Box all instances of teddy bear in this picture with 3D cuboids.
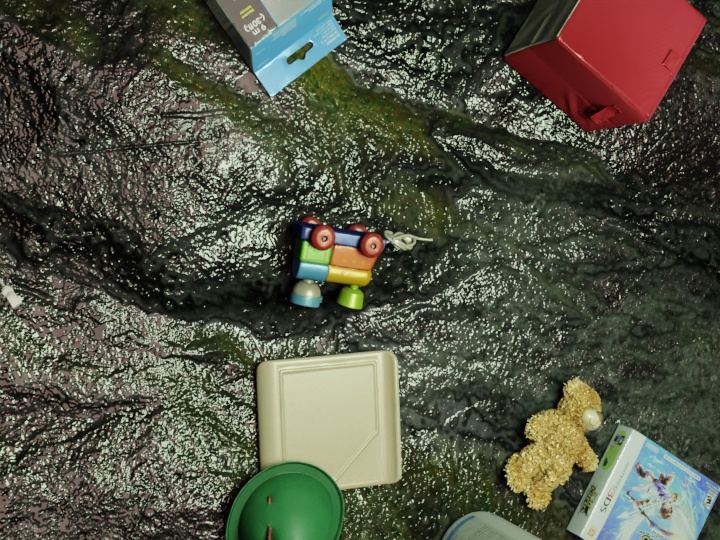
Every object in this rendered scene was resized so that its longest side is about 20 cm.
[{"bbox_3d":[0.294,0.259,1.570,0.199,0.067,0.146,-35,105,-14],"label":"teddy bear"}]

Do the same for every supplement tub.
[{"bbox_3d":[0.200,0.419,1.472,0.130,0.200,0.135,-1,93,-19],"label":"supplement tub"}]

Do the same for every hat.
[{"bbox_3d":[-0.083,0.373,1.366,0.163,0.176,0.203,17,99,-20],"label":"hat"}]

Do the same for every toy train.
[{"bbox_3d":[0.000,0.000,1.452,0.197,0.085,0.118,8,100,-20],"label":"toy train"}]

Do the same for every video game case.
[{"bbox_3d":[0.438,0.366,1.638,0.199,0.045,0.183,32,82,-18],"label":"video game case"}]

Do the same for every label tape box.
[{"bbox_3d":[-0.115,-0.356,1.402,0.144,0.063,0.201,-39,103,-14],"label":"label tape box"}]

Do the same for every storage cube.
[{"bbox_3d":[0.341,-0.326,1.510,0.179,0.171,0.201,36,81,-17],"label":"storage cube"}]

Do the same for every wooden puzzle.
[{"bbox_3d":[-0.044,0.209,1.468,0.196,0.037,0.189,-3,94,-15],"label":"wooden puzzle"}]

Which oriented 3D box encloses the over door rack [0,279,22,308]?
[{"bbox_3d":[-0.514,0.006,1.263,0.147,0.067,0.201,-35,82,-15],"label":"over door rack"}]
